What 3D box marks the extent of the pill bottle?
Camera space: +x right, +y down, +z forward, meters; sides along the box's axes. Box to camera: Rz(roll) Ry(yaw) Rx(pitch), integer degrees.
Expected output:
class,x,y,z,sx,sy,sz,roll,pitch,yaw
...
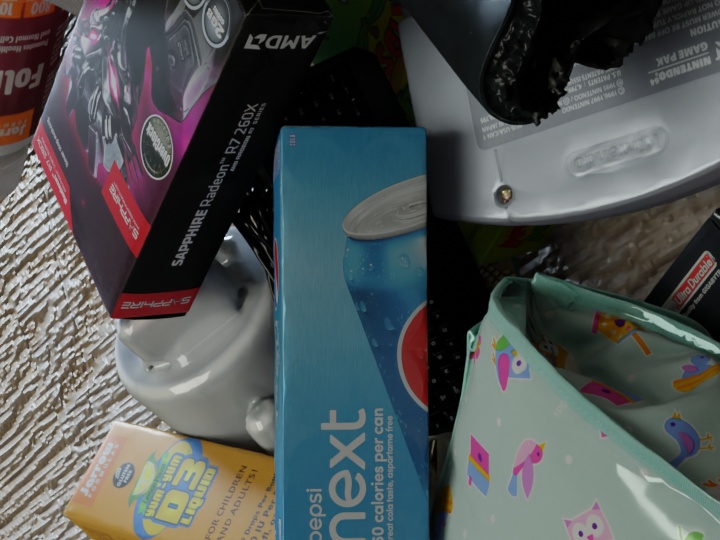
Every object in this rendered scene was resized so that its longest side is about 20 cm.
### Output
class,x,y,z,sx,sy,sz,roll,pitch,yaw
pill bottle,-0.263,-0.151,1.178,0.114,0.114,0.200,46,133,31

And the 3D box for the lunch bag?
class,x,y,z,sx,sy,sz,roll,pitch,yaw
lunch bag,0.116,0.114,0.729,0.200,0.122,0.171,33,127,33

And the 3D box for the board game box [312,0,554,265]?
class,x,y,z,sx,sy,sz,roll,pitch,yaw
board game box,0.038,-0.111,0.880,0.200,0.048,0.102,52,136,26

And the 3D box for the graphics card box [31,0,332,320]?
class,x,y,z,sx,sy,sz,roll,pitch,yaw
graphics card box,-0.092,-0.087,0.820,0.200,0.051,0.126,-58,48,39

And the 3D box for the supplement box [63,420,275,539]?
class,x,y,z,sx,sy,sz,roll,pitch,yaw
supplement box,-0.064,0.134,0.901,0.200,0.067,0.069,5,150,44

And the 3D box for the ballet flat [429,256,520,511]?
class,x,y,z,sx,sy,sz,roll,pitch,yaw
ballet flat,0.048,0.075,0.914,0.070,0.065,0.201,16,113,51

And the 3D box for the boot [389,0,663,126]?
class,x,y,z,sx,sy,sz,roll,pitch,yaw
boot,0.084,-0.169,0.712,0.200,0.076,0.168,-50,43,6

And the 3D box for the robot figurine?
class,x,y,z,sx,sy,sz,roll,pitch,yaw
robot figurine,-0.057,0.054,0.958,0.113,0.200,0.170,-36,41,10

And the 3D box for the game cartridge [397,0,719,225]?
class,x,y,z,sx,sy,sz,roll,pitch,yaw
game cartridge,0.111,-0.092,0.757,0.200,0.040,0.134,-16,76,35

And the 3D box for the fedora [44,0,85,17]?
class,x,y,z,sx,sy,sz,roll,pitch,yaw
fedora,-0.119,-0.179,0.915,0.177,0.200,0.090,-35,98,25

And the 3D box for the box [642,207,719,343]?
class,x,y,z,sx,sy,sz,roll,pitch,yaw
box,0.172,0.090,0.784,0.159,0.046,0.200,55,137,23

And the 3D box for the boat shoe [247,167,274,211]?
class,x,y,z,sx,sy,sz,roll,pitch,yaw
boat shoe,-0.044,-0.053,0.912,0.071,0.076,0.200,-11,136,16

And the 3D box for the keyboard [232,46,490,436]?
class,x,y,z,sx,sy,sz,roll,pitch,yaw
keyboard,0.000,0.000,0.844,0.104,0.040,0.200,-24,105,11

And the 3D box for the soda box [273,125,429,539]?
class,x,y,z,sx,sy,sz,roll,pitch,yaw
soda box,-0.005,0.036,0.786,0.064,0.068,0.201,155,115,-84
